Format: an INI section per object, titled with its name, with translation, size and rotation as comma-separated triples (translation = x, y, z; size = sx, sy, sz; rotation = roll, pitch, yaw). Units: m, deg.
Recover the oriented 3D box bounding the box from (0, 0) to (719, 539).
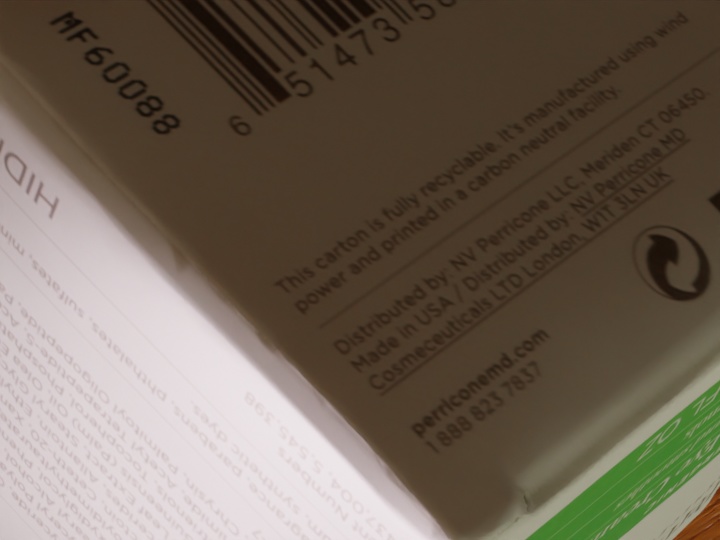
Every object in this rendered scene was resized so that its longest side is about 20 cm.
[box]
translation = 0.000, 0.000, 0.726
size = 0.199, 0.200, 0.172
rotation = -34, 163, -35
